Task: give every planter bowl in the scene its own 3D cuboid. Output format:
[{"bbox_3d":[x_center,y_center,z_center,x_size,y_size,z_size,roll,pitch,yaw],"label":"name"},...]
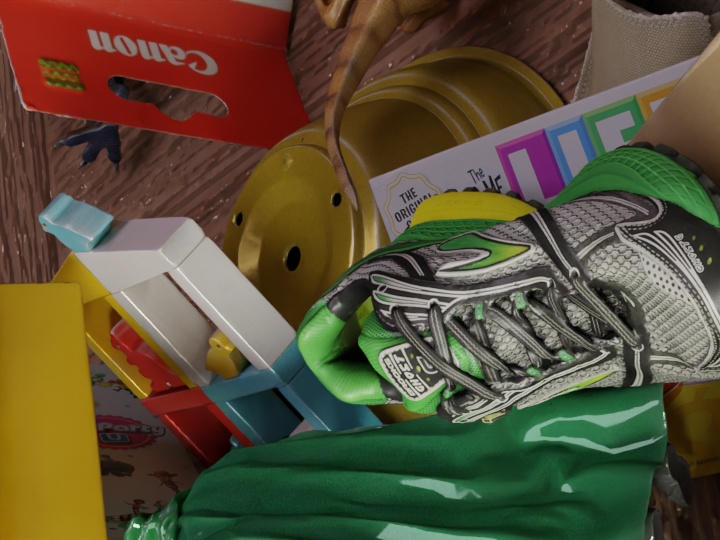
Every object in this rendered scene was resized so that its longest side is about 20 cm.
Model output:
[{"bbox_3d":[0.000,0.000,0.870,0.200,0.083,0.201,-14,72,50],"label":"planter bowl"}]

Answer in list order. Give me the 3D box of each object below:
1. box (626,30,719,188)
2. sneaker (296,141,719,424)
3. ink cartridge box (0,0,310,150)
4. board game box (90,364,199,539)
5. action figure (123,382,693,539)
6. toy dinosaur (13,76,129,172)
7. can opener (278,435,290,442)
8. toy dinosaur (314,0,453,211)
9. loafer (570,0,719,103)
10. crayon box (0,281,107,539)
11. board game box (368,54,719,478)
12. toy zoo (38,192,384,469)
[{"bbox_3d":[0.188,-0.017,0.612,0.200,0.021,0.164,46,122,14],"label":"box"},{"bbox_3d":[0.054,0.018,0.664,0.200,0.085,0.078,-12,111,58],"label":"sneaker"},{"bbox_3d":[-0.096,-0.151,0.958,0.050,0.162,0.201,-49,48,36],"label":"ink cartridge box"},{"bbox_3d":[-0.109,0.142,0.926,0.200,0.064,0.148,-133,46,-64],"label":"board game box"},{"bbox_3d":[0.008,0.084,0.711,0.199,0.055,0.118,-6,36,25],"label":"action figure"},{"bbox_3d":[-0.143,-0.142,1.120,0.199,0.105,0.182,-15,51,10],"label":"toy dinosaur"},{"bbox_3d":[-0.017,0.134,0.832,0.079,0.063,0.201,-99,15,-46],"label":"can opener"},{"bbox_3d":[0.013,-0.114,0.849,0.201,0.060,0.106,-60,8,-13],"label":"toy dinosaur"},{"bbox_3d":[0.110,-0.081,0.759,0.076,0.068,0.201,43,116,47],"label":"loafer"},{"bbox_3d":[-0.135,0.092,0.822,0.200,0.051,0.127,117,149,-56],"label":"crayon box"},{"bbox_3d":[0.103,0.003,0.725,0.200,0.034,0.135,-19,92,44],"label":"board game box"},{"bbox_3d":[-0.053,0.045,0.843,0.020,0.200,0.131,-48,14,-25],"label":"toy zoo"}]
